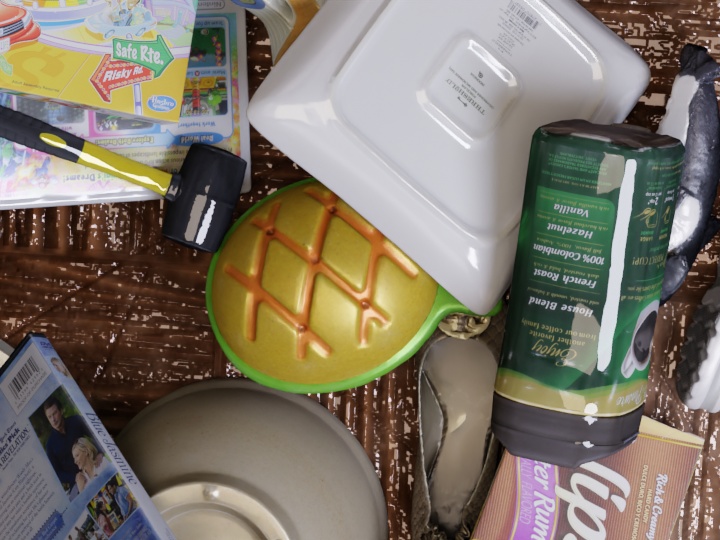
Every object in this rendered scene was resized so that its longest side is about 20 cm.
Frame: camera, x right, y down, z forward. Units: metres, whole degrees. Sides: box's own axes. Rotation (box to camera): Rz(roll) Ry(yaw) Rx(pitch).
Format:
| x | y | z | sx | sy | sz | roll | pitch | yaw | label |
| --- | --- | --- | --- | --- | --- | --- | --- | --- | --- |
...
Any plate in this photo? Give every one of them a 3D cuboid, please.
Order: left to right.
| x | y | z | sx | sy | sz | roll | pitch | yaw | label |
| --- | --- | --- | --- | --- | --- | --- | --- | --- | --- |
| 0.062 | -0.109 | 1.496 | 0.199 | 0.032 | 0.200 | 40 | 75 | -14 | plate |

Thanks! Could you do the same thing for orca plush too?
| x | y | z | sx | sy | sz | roll | pitch | yaw | label |
| --- | --- | --- | --- | --- | --- | --- | --- | --- | --- |
| 0.193 | -0.042 | 1.548 | 0.105 | 0.071 | 0.201 | 17 | 97 | 49 | orca plush |

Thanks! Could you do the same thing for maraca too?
| x | y | z | sx | sy | sz | roll | pitch | yaw | label |
| --- | --- | --- | --- | --- | --- | --- | --- | --- | --- |
| 0.000 | 0.000 | 1.539 | 0.199 | 0.107 | 0.138 | -21 | 77 | 3 | maraca |

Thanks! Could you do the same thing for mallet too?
| x | y | z | sx | sy | sz | roll | pitch | yaw | label |
| --- | --- | --- | --- | --- | --- | --- | --- | --- | --- |
| -0.161 | -0.080 | 1.515 | 0.200 | 0.041 | 0.066 | 28 | 84 | -20 | mallet |

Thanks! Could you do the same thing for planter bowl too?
| x | y | z | sx | sy | sz | roll | pitch | yaw | label |
| --- | --- | --- | --- | --- | --- | --- | --- | --- | --- |
| -0.087 | 0.178 | 1.558 | 0.199 | 0.135 | 0.201 | 1 | 98 | 6 | planter bowl |

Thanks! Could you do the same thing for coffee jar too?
| x | y | z | sx | sy | sz | roll | pitch | yaw | label |
| --- | --- | --- | --- | --- | --- | --- | --- | --- | --- |
| 0.134 | 0.014 | 1.468 | 0.085 | 0.104 | 0.201 | 11 | 100 | 20 | coffee jar |

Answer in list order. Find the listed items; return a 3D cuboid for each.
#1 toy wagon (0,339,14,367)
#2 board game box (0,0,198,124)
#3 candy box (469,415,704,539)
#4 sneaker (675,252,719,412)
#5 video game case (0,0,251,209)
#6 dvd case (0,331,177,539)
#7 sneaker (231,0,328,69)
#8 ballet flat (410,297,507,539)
| x | y | z | sx | sy | sz | roll | pitch | yaw | label |
| --- | --- | --- | --- | --- | --- | --- | --- | --- | --- |
| -0.268 | 0.094 | 1.616 | 0.155 | 0.040 | 0.201 | -9 | 95 | 7 | toy wagon |
| -0.196 | -0.172 | 1.482 | 0.199 | 0.034 | 0.135 | 10 | 87 | -24 | board game box |
| 0.125 | 0.178 | 1.533 | 0.116 | 0.056 | 0.201 | 22 | 74 | 5 | candy box |
| 0.266 | 0.000 | 1.538 | 0.082 | 0.075 | 0.201 | 18 | 105 | -11 | sneaker |
| -0.166 | -0.133 | 1.536 | 0.199 | 0.024 | 0.183 | -5 | 98 | -23 | video game case |
| -0.193 | 0.157 | 1.523 | 0.143 | 0.018 | 0.200 | -50 | 57 | 22 | dvd case |
| -0.025 | -0.165 | 1.538 | 0.075 | 0.088 | 0.200 | -14 | 120 | 27 | sneaker |
| 0.061 | 0.097 | 1.575 | 0.067 | 0.046 | 0.201 | 7 | 98 | 5 | ballet flat |
